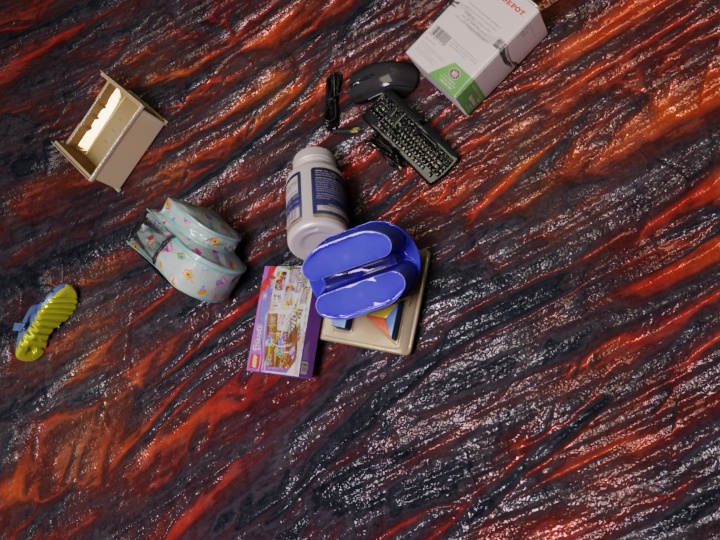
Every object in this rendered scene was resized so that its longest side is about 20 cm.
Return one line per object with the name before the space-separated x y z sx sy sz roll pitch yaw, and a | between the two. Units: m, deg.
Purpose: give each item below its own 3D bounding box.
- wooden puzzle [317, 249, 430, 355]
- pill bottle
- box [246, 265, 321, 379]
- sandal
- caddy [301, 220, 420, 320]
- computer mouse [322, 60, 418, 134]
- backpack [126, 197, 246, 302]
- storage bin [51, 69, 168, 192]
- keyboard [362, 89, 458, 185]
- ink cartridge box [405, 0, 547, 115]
wooden puzzle | 0.014 0.041 1.282 0.199 0.046 0.186 7 80 29
pill bottle | -0.079 -0.125 1.323 0.111 0.111 0.201 -21 51 21
box | -0.133 0.091 1.333 0.136 0.039 0.201 0 76 40
sandal | -0.706 0.101 1.620 0.200 0.079 0.087 -49 58 6
caddy | 0.000 0.000 1.220 0.199 0.105 0.142 -19 94 17
computer mouse | 0.008 -0.329 1.384 0.199 0.046 0.141 1 76 27
backpack | -0.313 -0.036 1.398 0.153 0.176 0.200 -48 65 13
storage bin | -0.568 -0.316 1.650 0.198 0.094 0.200 39 96 29
keyboard | 0.075 -0.232 1.313 0.104 0.040 0.200 -49 67 16
ink cartridge box | 0.204 -0.398 1.280 0.200 0.084 0.146 -44 62 10
